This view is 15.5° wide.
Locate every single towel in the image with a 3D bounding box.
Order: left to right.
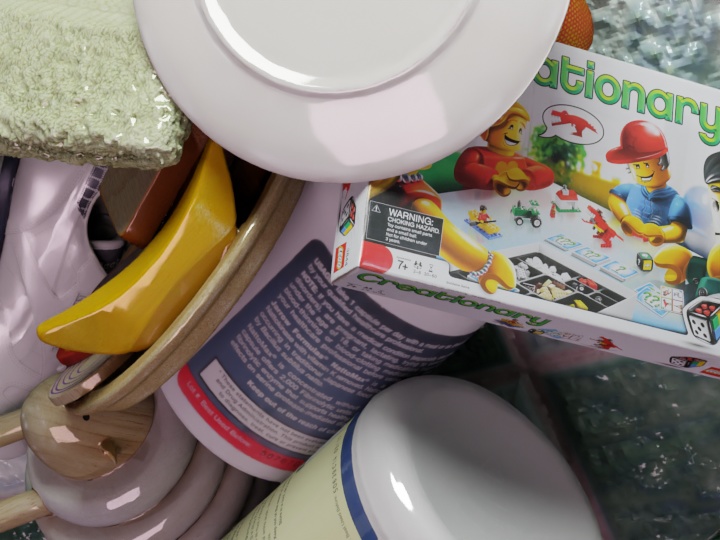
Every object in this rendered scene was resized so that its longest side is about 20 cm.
[{"bbox_3d":[-0.140,-0.119,1.214,0.199,0.149,0.036,11,163,35],"label":"towel"}]

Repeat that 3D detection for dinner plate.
[{"bbox_3d":[-0.007,-0.138,1.121,0.199,0.024,0.202,-2,82,14],"label":"dinner plate"}]

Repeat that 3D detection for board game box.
[{"bbox_3d":[0.089,-0.035,1.172,0.199,0.127,0.035,13,161,-21],"label":"board game box"}]

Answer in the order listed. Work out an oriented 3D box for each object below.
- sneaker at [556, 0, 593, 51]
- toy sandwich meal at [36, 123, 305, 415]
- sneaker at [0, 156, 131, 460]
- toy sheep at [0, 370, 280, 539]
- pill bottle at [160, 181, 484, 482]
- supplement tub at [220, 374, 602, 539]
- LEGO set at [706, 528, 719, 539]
[{"bbox_3d":[0.061,-0.181,1.176,0.077,0.073,0.201,-23,111,17],"label":"sneaker"},{"bbox_3d":[-0.093,-0.026,1.234,0.070,0.206,0.205,36,123,-16],"label":"toy sandwich meal"},{"bbox_3d":[-0.160,0.017,1.358,0.080,0.077,0.201,11,122,1],"label":"sneaker"},{"bbox_3d":[-0.109,0.109,1.353,0.137,0.139,0.200,-12,150,23],"label":"toy sheep"},{"bbox_3d":[0.000,0.000,1.263,0.120,0.120,0.200,42,122,-7],"label":"pill bottle"},{"bbox_3d":[0.004,0.160,1.259,0.145,0.145,0.200,42,122,-7],"label":"supplement tub"},{"bbox_3d":[0.180,0.203,1.261,0.116,0.199,0.154,49,162,20],"label":"LEGO set"}]
